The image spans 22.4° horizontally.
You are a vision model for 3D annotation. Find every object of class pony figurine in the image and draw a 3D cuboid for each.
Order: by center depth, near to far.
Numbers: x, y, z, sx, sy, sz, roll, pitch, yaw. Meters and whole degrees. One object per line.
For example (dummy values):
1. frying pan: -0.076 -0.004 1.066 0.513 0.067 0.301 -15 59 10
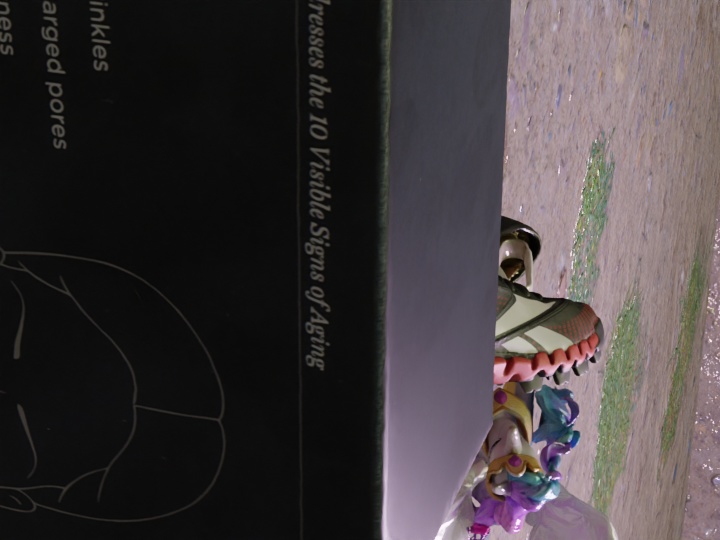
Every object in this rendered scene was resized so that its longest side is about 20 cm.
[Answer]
1. pony figurine: 0.092 0.141 1.224 0.200 0.165 0.194 -95 -176 -61

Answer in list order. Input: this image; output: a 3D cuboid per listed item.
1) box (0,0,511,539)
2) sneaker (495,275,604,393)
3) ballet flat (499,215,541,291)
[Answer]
1. box: -0.067 -0.028 0.495 0.124 0.195 0.201 -51 147 -58
2. sneaker: 0.074 0.029 1.109 0.200 0.071 0.099 -9 92 -39
3. ballet flat: 0.076 0.012 1.203 0.200 0.068 0.068 -55 149 -55
